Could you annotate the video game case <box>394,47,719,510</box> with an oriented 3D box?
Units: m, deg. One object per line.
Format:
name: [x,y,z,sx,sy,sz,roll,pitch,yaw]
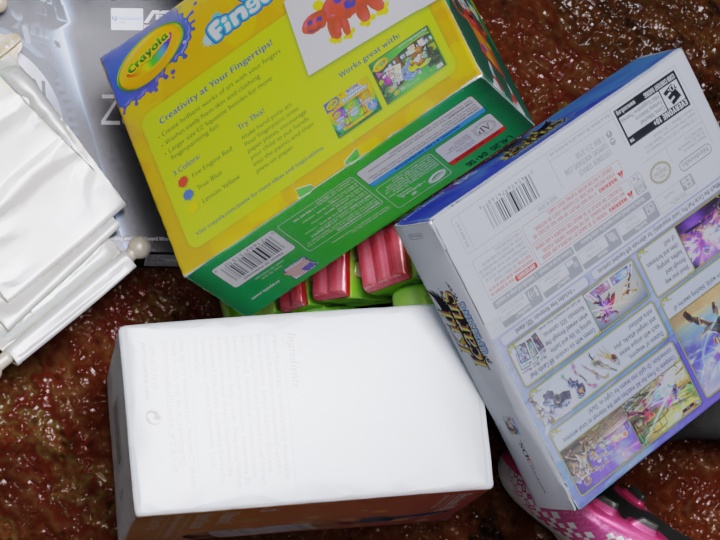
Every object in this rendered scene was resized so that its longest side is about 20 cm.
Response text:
video game case: [0.138,0.004,1.389,0.200,0.045,0.182,-34,103,-27]

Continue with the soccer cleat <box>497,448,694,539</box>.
soccer cleat: [0.159,0.178,1.475,0.200,0.070,0.087,29,106,11]

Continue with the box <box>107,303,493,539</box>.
box: [-0.039,0.090,1.423,0.199,0.152,0.107,-4,78,-9]

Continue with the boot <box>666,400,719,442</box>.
boot: [0.267,0.140,1.505,0.181,0.073,0.201,-18,86,-12]

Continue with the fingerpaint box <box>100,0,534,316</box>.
fingerpaint box: [-0.027,-0.100,1.395,0.200,0.073,0.167,-34,56,14]

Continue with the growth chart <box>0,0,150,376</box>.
growth chart: [-0.219,-0.047,1.455,0.144,0.018,0.200,-32,84,-13]

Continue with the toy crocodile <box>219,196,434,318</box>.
toy crocodile: [0.000,0.000,1.446,0.062,0.200,0.068,7,74,-45]

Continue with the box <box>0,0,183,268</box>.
box: [-0.178,-0.084,1.501,0.199,0.044,0.161,1,77,-8]
